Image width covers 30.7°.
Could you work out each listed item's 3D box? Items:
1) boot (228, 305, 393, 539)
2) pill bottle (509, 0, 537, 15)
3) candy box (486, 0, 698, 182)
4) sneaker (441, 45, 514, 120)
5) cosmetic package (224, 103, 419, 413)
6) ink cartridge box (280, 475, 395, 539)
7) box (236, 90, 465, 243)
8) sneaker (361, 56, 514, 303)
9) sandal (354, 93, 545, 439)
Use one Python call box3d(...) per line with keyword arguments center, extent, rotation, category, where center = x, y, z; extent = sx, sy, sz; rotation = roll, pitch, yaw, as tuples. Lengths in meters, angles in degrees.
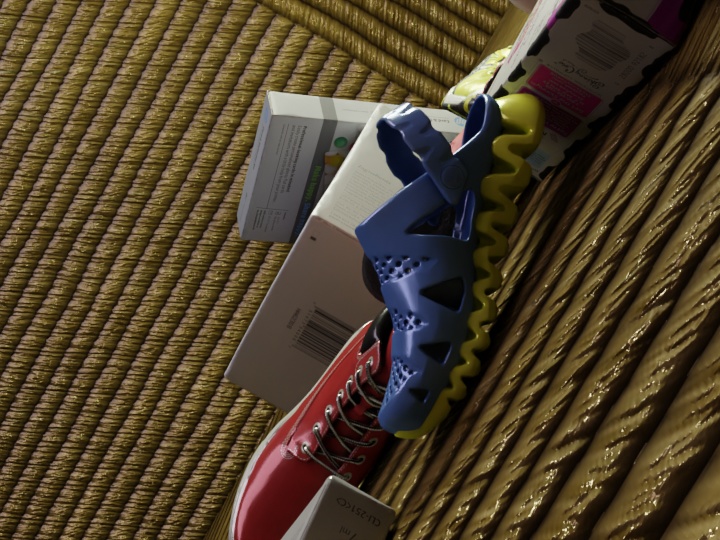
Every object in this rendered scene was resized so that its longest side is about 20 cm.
box3d(center=(-0.012, 0.102, 0.825), extent=(0.201, 0.072, 0.144), rotation=(-57, 3, -18), category="boot")
box3d(center=(0.162, -0.269, 1.088), extent=(0.112, 0.111, 0.200), rotation=(-59, 2, 17), category="pill bottle")
box3d(center=(0.137, -0.150, 0.740), extent=(0.137, 0.061, 0.200), rotation=(-61, 2, -20), category="candy box")
box3d(center=(0.118, -0.157, 1.126), extent=(0.077, 0.075, 0.200), rotation=(-60, 3, 10), category="sneaker")
box3d(center=(0.000, 0.000, 1.142), extent=(0.200, 0.122, 0.200), rotation=(-59, 4, 38), category="cosmetic package")
box3d(center=(-0.063, 0.223, 0.688), extent=(0.177, 0.045, 0.200), rotation=(-61, 2, -37), category="ink cartridge box")
box3d(center=(-0.005, -0.089, 1.243), extent=(0.041, 0.199, 0.156), rotation=(-104, 24, -43), category="box")
box3d(center=(0.080, -0.054, 0.893), extent=(0.200, 0.074, 0.087), rotation=(-51, -10, 2), category="sneaker")
box3d(center=(0.035, -0.010, 0.706), extent=(0.079, 0.086, 0.201), rotation=(131, 154, -71), category="sandal")
